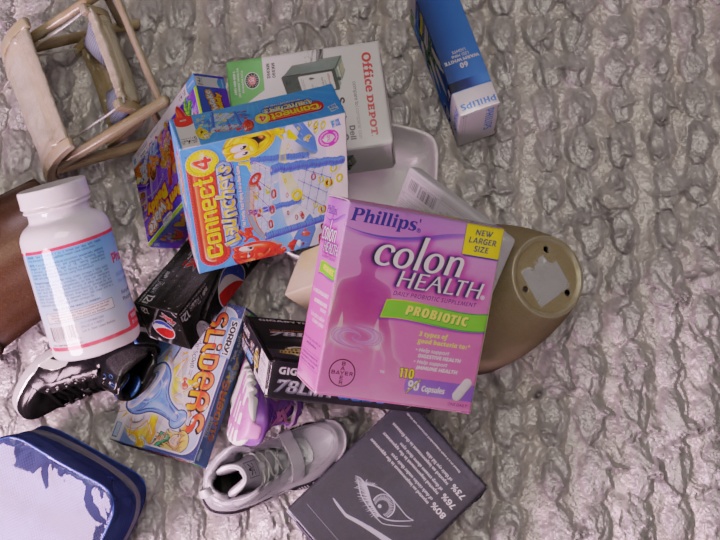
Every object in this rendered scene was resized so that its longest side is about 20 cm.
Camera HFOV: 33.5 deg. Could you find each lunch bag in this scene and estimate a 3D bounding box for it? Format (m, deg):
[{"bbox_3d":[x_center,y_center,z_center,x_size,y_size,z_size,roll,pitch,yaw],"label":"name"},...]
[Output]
[{"bbox_3d":[-0.369,0.277,1.442,0.198,0.132,0.137,28,93,9],"label":"lunch bag"}]

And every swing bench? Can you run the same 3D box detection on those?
[{"bbox_3d":[-0.366,-0.244,1.593,0.198,0.130,0.201,-24,74,-4],"label":"swing bench"}]

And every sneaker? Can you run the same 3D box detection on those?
[{"bbox_3d":[-0.338,0.138,1.485,0.200,0.073,0.112,-41,53,0],"label":"sneaker"},{"bbox_3d":[-0.110,0.161,1.440,0.088,0.200,0.081,21,99,-7],"label":"sneaker"},{"bbox_3d":[-0.106,0.236,1.445,0.198,0.115,0.076,-25,77,-4],"label":"sneaker"}]

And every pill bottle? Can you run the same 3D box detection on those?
[{"bbox_3d":[-0.336,-0.004,1.408,0.107,0.109,0.202,-14,102,-1],"label":"pill bottle"}]

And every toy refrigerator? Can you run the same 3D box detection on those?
[{"bbox_3d":[0.000,0.000,1.417,0.076,0.199,0.071,33,62,-24],"label":"toy refrigerator"}]

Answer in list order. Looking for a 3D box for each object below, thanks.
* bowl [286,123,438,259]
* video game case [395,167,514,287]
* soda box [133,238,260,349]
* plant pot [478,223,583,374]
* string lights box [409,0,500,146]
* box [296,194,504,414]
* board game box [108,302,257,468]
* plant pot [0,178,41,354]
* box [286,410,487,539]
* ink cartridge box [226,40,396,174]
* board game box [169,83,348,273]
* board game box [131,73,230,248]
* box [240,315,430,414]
[{"bbox_3d":[-0.001,-0.091,1.558,0.197,0.075,0.203,8,75,5],"label":"bowl"},{"bbox_3d":[0.084,0.001,1.400,0.200,0.023,0.184,42,118,48],"label":"video game case"},{"bbox_3d":[-0.193,0.003,1.498,0.070,0.064,0.201,13,48,27],"label":"soda box"},{"bbox_3d":[0.174,0.023,1.420,0.185,0.200,0.190,3,81,-21],"label":"plant pot"},{"bbox_3d":[0.124,-0.281,1.592,0.058,0.103,0.202,-18,73,-3],"label":"string lights box"},{"bbox_3d":[0.041,0.035,1.269,0.174,0.097,0.203,10,93,-16],"label":"box"},{"bbox_3d":[-0.222,0.134,1.502,0.134,0.034,0.202,9,73,27],"label":"board game box"},{"bbox_3d":[-0.453,-0.001,1.502,0.197,0.201,0.201,-32,74,-14],"label":"plant pot"},{"bbox_3d":[0.030,0.273,1.428,0.200,0.104,0.148,-41,82,-8],"label":"box"},{"bbox_3d":[-0.061,-0.197,1.512,0.197,0.084,0.148,-8,73,1],"label":"ink cartridge box"},{"bbox_3d":[-0.114,-0.105,1.410,0.194,0.201,0.056,-15,47,-12],"label":"board game box"},{"bbox_3d":[-0.222,-0.135,1.518,0.044,0.200,0.136,1,62,-35],"label":"board game box"},{"bbox_3d":[-0.031,0.107,1.413,0.197,0.199,0.050,7,103,-15],"label":"box"}]
